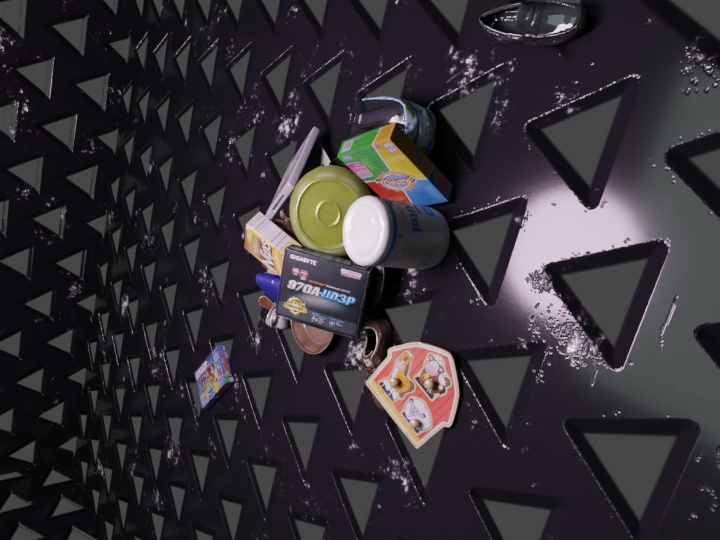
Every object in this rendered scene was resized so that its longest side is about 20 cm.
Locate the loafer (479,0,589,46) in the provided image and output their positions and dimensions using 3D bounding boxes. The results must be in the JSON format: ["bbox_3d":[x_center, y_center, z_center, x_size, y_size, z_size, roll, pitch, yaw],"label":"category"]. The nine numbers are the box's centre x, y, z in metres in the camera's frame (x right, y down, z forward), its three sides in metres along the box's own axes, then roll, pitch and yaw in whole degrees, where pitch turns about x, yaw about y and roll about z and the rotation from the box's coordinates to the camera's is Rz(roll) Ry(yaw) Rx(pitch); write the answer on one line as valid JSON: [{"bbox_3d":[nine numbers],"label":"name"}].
[{"bbox_3d":[0.295,-0.432,0.906,0.198,0.069,0.070,23,105,46],"label":"loafer"}]

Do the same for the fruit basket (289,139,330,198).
[{"bbox_3d":[-0.129,-0.218,1.350,0.187,0.092,0.202,-56,48,29],"label":"fruit basket"}]

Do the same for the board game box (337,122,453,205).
[{"bbox_3d":[0.072,-0.202,1.052,0.151,0.199,0.041,-4,57,47],"label":"board game box"}]

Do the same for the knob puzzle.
[{"bbox_3d":[0.119,0.238,1.066,0.215,0.030,0.226,2,94,31],"label":"knob puzzle"}]

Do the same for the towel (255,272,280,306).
[{"bbox_3d":[-0.157,0.066,1.291,0.197,0.149,0.050,11,55,40],"label":"towel"}]

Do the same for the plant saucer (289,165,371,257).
[{"bbox_3d":[-0.066,-0.125,1.134,0.194,0.031,0.206,2,102,11],"label":"plant saucer"}]

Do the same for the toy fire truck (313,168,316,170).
[{"bbox_3d":[-0.100,-0.119,1.213,0.142,0.047,0.204,-98,16,-56],"label":"toy fire truck"}]

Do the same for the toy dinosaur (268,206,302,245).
[{"bbox_3d":[-0.170,-0.076,1.353,0.085,0.201,0.136,-38,55,-8],"label":"toy dinosaur"}]

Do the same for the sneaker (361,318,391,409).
[{"bbox_3d":[0.030,0.211,1.168,0.070,0.074,0.206,-10,80,46],"label":"sneaker"}]

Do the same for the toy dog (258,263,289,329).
[{"bbox_3d":[-0.239,0.055,1.449,0.094,0.131,0.205,13,89,24],"label":"toy dog"}]

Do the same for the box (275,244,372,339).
[{"bbox_3d":[-0.081,0.046,1.146,0.195,0.046,0.163,16,108,9],"label":"box"}]

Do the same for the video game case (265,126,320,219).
[{"bbox_3d":[-0.178,-0.251,1.355,0.182,0.023,0.203,-38,28,55],"label":"video game case"}]

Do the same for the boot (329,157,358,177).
[{"bbox_3d":[-0.001,-0.168,1.169,0.199,0.067,0.132,38,158,38],"label":"boot"}]

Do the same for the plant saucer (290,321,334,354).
[{"bbox_3d":[-0.115,0.114,1.361,0.198,0.036,0.206,-4,85,48],"label":"plant saucer"}]

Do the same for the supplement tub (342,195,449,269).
[{"bbox_3d":[0.073,-0.072,1.042,0.130,0.197,0.136,-1,88,46],"label":"supplement tub"}]

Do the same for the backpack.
[{"bbox_3d":[0.067,-0.296,1.115,0.199,0.150,0.168,-165,82,-69],"label":"backpack"}]

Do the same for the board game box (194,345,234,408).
[{"bbox_3d":[-0.503,0.365,1.777,0.200,0.034,0.138,-44,57,37],"label":"board game box"}]

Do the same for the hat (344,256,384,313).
[{"bbox_3d":[0.000,0.000,1.210,0.197,0.080,0.207,6,99,41],"label":"hat"}]

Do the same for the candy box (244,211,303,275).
[{"bbox_3d":[-0.197,-0.040,1.295,0.198,0.055,0.116,38,149,6],"label":"candy box"}]
